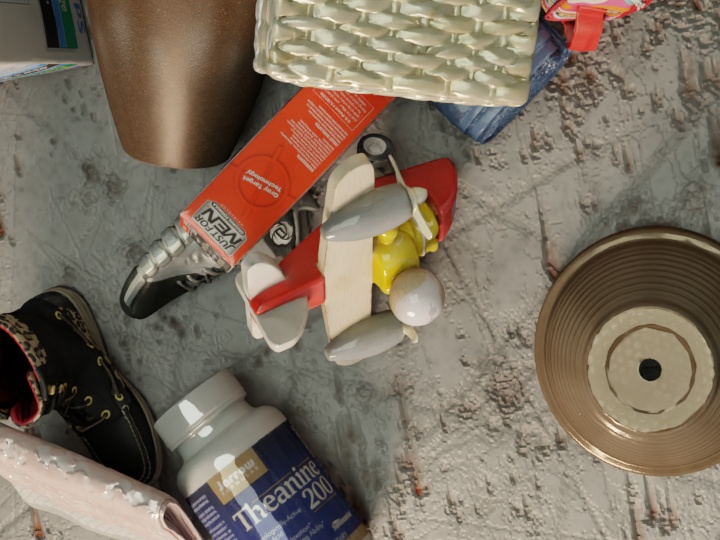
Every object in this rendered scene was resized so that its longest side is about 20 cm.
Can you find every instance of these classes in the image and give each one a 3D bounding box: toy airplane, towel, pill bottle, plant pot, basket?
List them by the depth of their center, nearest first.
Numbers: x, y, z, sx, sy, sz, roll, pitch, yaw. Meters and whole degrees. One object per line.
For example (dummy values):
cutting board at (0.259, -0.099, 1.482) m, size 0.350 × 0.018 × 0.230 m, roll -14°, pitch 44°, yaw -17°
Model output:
basket at (0.031, -0.219, 0.968) m, size 0.197 × 0.161 × 0.201 m, roll 6°, pitch 102°, yaw -8°
plant pot at (0.232, 0.069, 1.081) m, size 0.198 × 0.093 × 0.204 m, roll 2°, pitch 97°, yaw 15°
toy airplane at (0.000, 0.000, 1.083) m, size 0.141 × 0.199 × 0.201 m, roll 36°, pitch 106°, yaw 21°
towel at (0.067, -0.207, 1.118) m, size 0.200 × 0.048 × 0.112 m, roll 46°, pitch 106°, yaw 6°
plant pot at (-0.143, -0.193, 1.126) m, size 0.184 × 0.187 × 0.203 m, roll 12°, pitch 113°, yaw 14°
pill bottle at (-0.086, 0.188, 1.177) m, size 0.111 × 0.111 × 0.201 m, roll -38°, pitch 86°, yaw 17°
towel at (-0.236, 0.195, 1.190) m, size 0.198 × 0.192 × 0.033 m, roll 19°, pitch 67°, yaw 14°

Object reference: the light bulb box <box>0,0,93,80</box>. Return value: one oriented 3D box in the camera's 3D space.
light bulb box at (-0.362, -0.215, 1.162) m, size 0.195 × 0.200 × 0.127 m, roll -9°, pitch 96°, yaw 17°

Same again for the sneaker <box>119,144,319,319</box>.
sneaker at (-0.112, -0.005, 1.182) m, size 0.115 × 0.075 × 0.200 m, roll 44°, pitch 105°, yaw 4°

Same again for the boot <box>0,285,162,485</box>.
boot at (-0.257, 0.112, 1.195) m, size 0.073 × 0.150 × 0.202 m, roll -26°, pitch 88°, yaw 15°

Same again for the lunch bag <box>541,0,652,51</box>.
lunch bag at (0.168, -0.250, 1.002) m, size 0.081 × 0.200 × 0.179 m, roll 1°, pitch 97°, yaw 1°

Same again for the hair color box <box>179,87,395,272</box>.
hair color box at (-0.056, -0.092, 1.101) m, size 0.061 × 0.101 × 0.200 m, roll 43°, pitch 82°, yaw -4°
